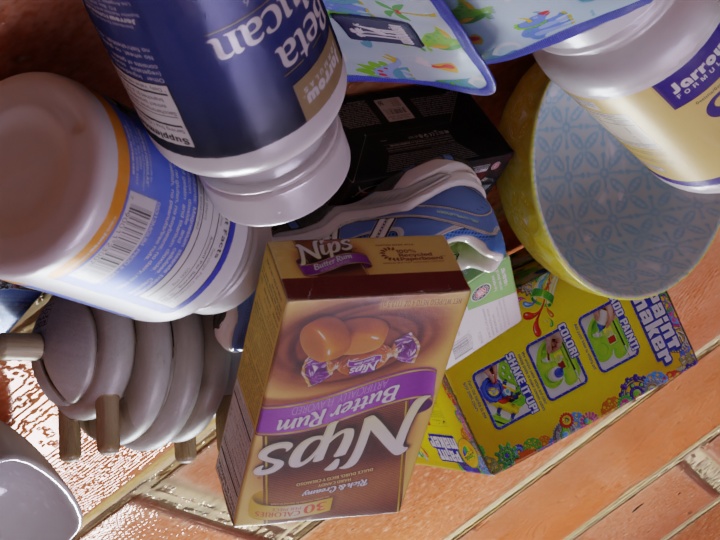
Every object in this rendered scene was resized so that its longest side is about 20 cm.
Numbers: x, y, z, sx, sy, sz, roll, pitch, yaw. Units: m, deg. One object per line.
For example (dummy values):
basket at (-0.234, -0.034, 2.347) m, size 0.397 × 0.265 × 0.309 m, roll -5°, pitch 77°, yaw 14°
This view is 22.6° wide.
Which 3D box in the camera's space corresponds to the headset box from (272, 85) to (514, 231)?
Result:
headset box at (-0.007, -0.030, 1.256) m, size 0.149 × 0.077 × 0.200 m, roll -12°, pitch 146°, yaw -39°

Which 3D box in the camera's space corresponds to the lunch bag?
lunch bag at (0.046, -0.183, 1.004) m, size 0.200 × 0.128 × 0.170 m, roll -21°, pitch 156°, yaw 12°

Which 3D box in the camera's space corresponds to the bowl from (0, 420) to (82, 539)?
bowl at (-0.307, 0.177, 1.265) m, size 0.200 × 0.075 × 0.200 m, roll -31°, pitch 154°, yaw -7°

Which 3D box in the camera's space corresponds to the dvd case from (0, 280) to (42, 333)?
dvd case at (-0.217, -0.027, 1.075) m, size 0.200 × 0.018 × 0.143 m, roll -46°, pitch 152°, yaw 26°

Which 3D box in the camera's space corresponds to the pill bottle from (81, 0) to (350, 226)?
pill bottle at (-0.070, -0.118, 0.913) m, size 0.111 × 0.111 × 0.200 m, roll -30°, pitch 136°, yaw -8°

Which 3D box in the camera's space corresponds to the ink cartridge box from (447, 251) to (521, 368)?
ink cartridge box at (0.007, 0.043, 1.231) m, size 0.200 × 0.067 × 0.117 m, roll -33°, pitch 155°, yaw -6°

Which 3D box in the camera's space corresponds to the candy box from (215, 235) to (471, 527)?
candy box at (-0.014, 0.071, 1.114) m, size 0.117 × 0.057 × 0.200 m, roll -3°, pitch 134°, yaw -20°

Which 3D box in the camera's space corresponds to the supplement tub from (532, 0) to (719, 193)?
supplement tub at (0.196, -0.153, 1.158) m, size 0.145 × 0.145 × 0.200 m, roll -41°, pitch 135°, yaw 15°

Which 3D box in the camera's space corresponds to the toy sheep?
toy sheep at (-0.146, 0.057, 1.178) m, size 0.200 × 0.138 × 0.138 m, roll 6°, pitch 135°, yaw -42°

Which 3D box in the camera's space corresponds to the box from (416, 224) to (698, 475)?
box at (0.123, 0.062, 1.432) m, size 0.192 × 0.122 × 0.200 m, roll -27°, pitch -175°, yaw -16°

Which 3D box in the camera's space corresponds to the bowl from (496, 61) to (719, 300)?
bowl at (0.164, -0.079, 1.310) m, size 0.200 × 0.200 × 0.108 m, roll -15°, pitch -169°, yaw -35°

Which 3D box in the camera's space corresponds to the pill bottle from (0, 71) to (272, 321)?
pill bottle at (-0.133, -0.032, 1.012) m, size 0.112 × 0.112 × 0.200 m, roll -40°, pitch 155°, yaw 14°

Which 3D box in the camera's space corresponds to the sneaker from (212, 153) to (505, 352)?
sneaker at (0.000, 0.000, 1.140) m, size 0.200 × 0.077 × 0.076 m, roll -29°, pitch 153°, yaw -8°
